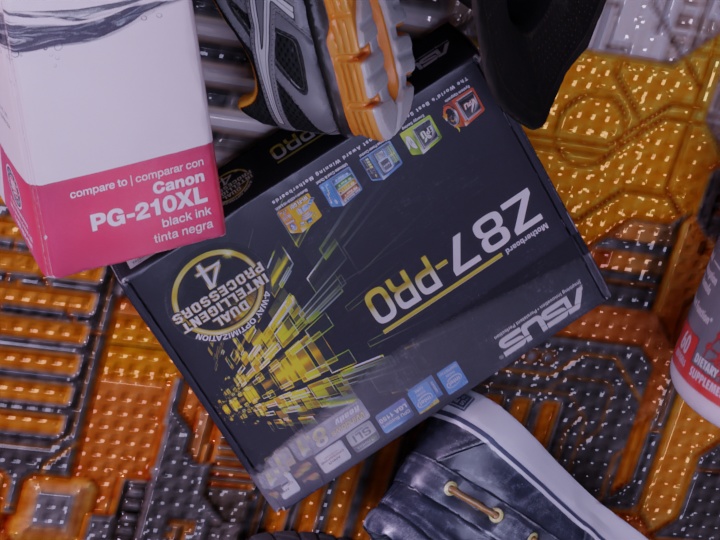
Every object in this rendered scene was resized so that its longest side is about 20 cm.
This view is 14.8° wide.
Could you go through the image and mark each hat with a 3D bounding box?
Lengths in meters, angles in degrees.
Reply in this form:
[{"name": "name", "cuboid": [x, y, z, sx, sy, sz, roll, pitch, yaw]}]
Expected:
[{"name": "hat", "cuboid": [0.056, -0.164, 1.236, 0.081, 0.201, 0.201, 10, 118, 19]}]

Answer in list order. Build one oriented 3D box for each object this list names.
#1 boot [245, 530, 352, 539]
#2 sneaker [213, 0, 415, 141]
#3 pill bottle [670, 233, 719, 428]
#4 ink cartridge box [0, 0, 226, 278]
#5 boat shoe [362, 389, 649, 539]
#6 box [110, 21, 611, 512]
[{"name": "boot", "cuboid": [0.003, 0.218, 1.432, 0.200, 0.070, 0.132, 22, 112, -23]}, {"name": "sneaker", "cuboid": [-0.035, -0.149, 1.230, 0.077, 0.078, 0.200, -4, 108, 25]}, {"name": "pill bottle", "cuboid": [0.237, -0.015, 1.366, 0.116, 0.116, 0.200, 10, 111, -23]}, {"name": "ink cartridge box", "cuboid": [-0.125, -0.121, 1.167, 0.084, 0.145, 0.200, -14, 119, -14]}, {"name": "boat shoe", "cuboid": [0.087, 0.152, 1.412, 0.200, 0.071, 0.091, 42, 75, -24]}, {"name": "box", "cuboid": [0.000, 0.000, 1.329, 0.200, 0.049, 0.161, -32, 124, -3]}]
